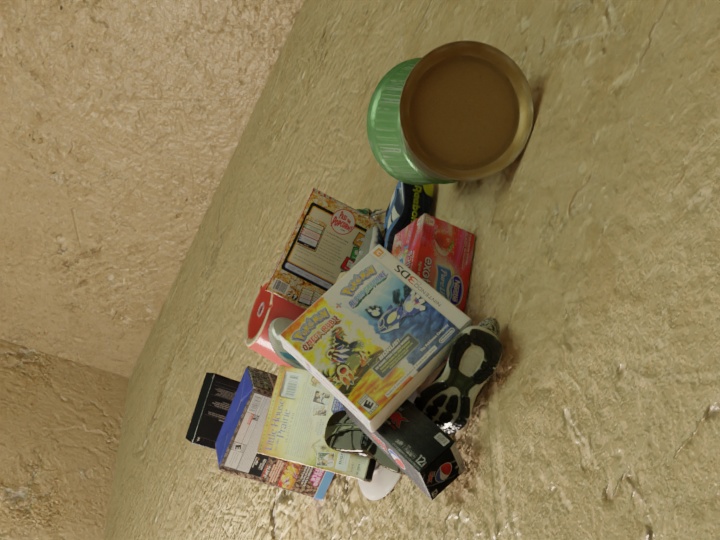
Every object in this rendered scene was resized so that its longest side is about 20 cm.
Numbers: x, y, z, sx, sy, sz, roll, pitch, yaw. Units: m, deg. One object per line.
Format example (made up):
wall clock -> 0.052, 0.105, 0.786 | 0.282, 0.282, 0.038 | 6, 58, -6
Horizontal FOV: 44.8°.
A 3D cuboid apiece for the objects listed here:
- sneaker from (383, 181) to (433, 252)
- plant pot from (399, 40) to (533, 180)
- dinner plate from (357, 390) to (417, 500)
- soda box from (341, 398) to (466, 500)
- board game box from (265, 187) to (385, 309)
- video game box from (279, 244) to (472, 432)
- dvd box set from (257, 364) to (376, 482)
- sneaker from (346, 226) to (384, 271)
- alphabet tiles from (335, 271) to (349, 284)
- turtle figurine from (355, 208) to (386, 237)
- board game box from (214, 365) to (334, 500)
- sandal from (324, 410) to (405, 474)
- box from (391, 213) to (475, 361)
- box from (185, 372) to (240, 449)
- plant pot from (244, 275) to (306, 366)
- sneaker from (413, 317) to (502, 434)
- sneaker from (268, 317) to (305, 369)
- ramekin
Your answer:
sneaker -> 0.077, -0.074, 1.502 | 0.082, 0.073, 0.202 | 134, 155, -58
plant pot -> 0.154, -0.232, 1.277 | 0.027, 0.198, 0.202 | -146, 77, -87
dinner plate -> 0.034, 0.257, 1.370 | 0.201, 0.024, 0.202 | -51, 28, 41
soda box -> 0.050, 0.212, 1.173 | 0.063, 0.071, 0.200 | -37, 43, -14
board game box -> -0.062, -0.025, 1.572 | 0.202, 0.150, 0.046 | -63, 6, 5
video game box -> 0.021, 0.085, 1.186 | 0.200, 0.182, 0.047 | -42, -29, -18
dvd box set -> -0.057, 0.237, 1.371 | 0.198, 0.029, 0.148 | 7, 74, 27
sneaker -> 0.000, 0.000, 1.474 | 0.081, 0.075, 0.201 | -9, 39, 20
alphabet tiles -> 0.016, 0.100, 1.313 | 0.014, 0.201, 0.197 | -14, 38, 34
turtle figurine -> -0.012, -0.063, 1.688 | 0.201, 0.099, 0.151 | 124, 156, -47
board game box -> -0.130, 0.281, 1.511 | 0.161, 0.198, 0.097 | -65, 19, 10
sandal -> 0.032, 0.253, 1.280 | 0.198, 0.054, 0.083 | 0, 65, 40
box -> 0.096, 0.034, 1.309 | 0.102, 0.094, 0.203 | -34, 40, 58
box -> -0.233, 0.302, 1.760 | 0.079, 0.198, 0.143 | -12, 59, 66
plant pot -> -0.117, 0.104, 1.678 | 0.201, 0.175, 0.202 | -53, 25, 39
sneaker -> 0.140, 0.142, 1.174 | 0.089, 0.077, 0.201 | -42, -14, -55
sneaker -> -0.085, 0.138, 1.518 | 0.199, 0.076, 0.081 | 39, 137, 30
ramekin -> 0.117, -0.230, 1.365 | 0.097, 0.198, 0.202 | 25, 94, 62
